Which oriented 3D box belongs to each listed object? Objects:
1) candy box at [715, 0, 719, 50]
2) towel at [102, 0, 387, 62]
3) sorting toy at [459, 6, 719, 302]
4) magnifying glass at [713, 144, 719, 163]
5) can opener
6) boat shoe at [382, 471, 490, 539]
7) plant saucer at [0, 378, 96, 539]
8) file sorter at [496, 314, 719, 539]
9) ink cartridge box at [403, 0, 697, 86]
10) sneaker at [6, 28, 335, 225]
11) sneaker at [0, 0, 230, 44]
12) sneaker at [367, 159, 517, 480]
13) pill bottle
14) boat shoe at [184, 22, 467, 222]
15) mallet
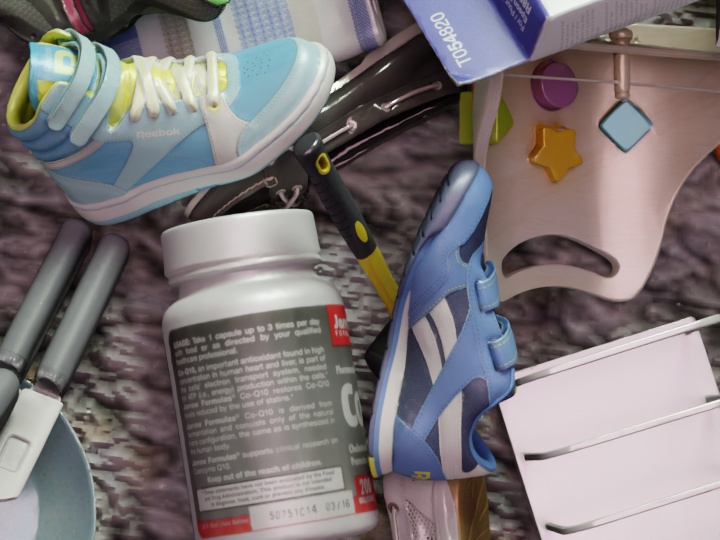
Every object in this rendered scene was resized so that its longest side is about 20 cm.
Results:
[{"bbox_3d":[0.279,-0.220,1.207,0.071,0.168,0.200,-2,83,29],"label":"candy box"},{"bbox_3d":[-0.090,-0.181,1.238,0.200,0.024,0.147,-18,86,14],"label":"towel"},{"bbox_3d":[0.131,-0.068,1.217,0.200,0.107,0.180,1,97,-31],"label":"sorting toy"},{"bbox_3d":[0.256,-0.055,1.267,0.080,0.022,0.200,-27,85,-5],"label":"magnifying glass"},{"bbox_3d":[-0.195,0.051,1.186,0.053,0.066,0.200,23,56,0],"label":"can opener"},{"bbox_3d":[0.045,0.217,1.214,0.069,0.071,0.200,-2,92,24],"label":"boat shoe"},{"bbox_3d":[-0.263,0.151,1.215,0.201,0.039,0.201,0,85,-2],"label":"plant saucer"},{"bbox_3d":[0.180,0.140,1.193,0.139,0.125,0.200,-17,86,-4],"label":"file sorter"},{"bbox_3d":[0.106,-0.217,1.137,0.200,0.041,0.200,-22,57,-10],"label":"ink cartridge box"},{"bbox_3d":[-0.124,-0.107,1.169,0.200,0.131,0.080,-26,46,21],"label":"sneaker"},{"bbox_3d":[-0.168,-0.168,1.216,0.200,0.077,0.084,6,100,24],"label":"sneaker"},{"bbox_3d":[0.058,0.033,1.152,0.082,0.074,0.200,13,107,5],"label":"sneaker"},{"bbox_3d":[-0.059,0.068,1.195,0.114,0.114,0.200,-9,85,-3],"label":"pill bottle"},{"bbox_3d":[-0.019,-0.080,1.235,0.200,0.067,0.057,-38,83,-9],"label":"boat shoe"},{"bbox_3d":[0.000,0.000,1.179,0.041,0.200,0.066,23,70,43],"label":"mallet"}]
